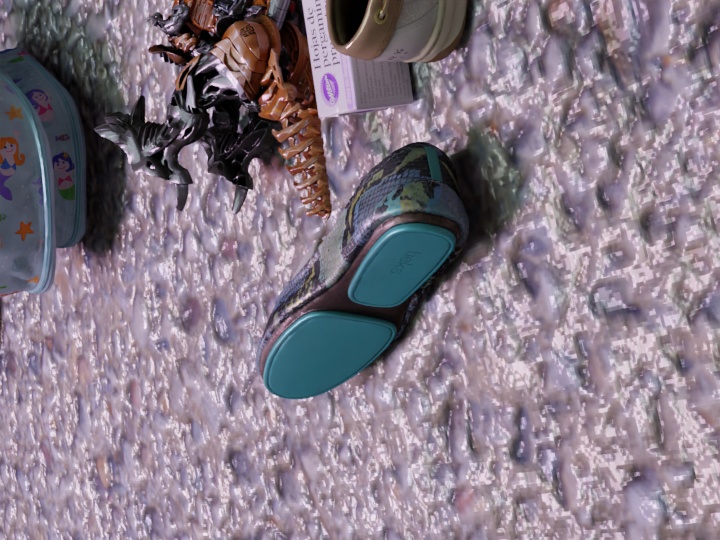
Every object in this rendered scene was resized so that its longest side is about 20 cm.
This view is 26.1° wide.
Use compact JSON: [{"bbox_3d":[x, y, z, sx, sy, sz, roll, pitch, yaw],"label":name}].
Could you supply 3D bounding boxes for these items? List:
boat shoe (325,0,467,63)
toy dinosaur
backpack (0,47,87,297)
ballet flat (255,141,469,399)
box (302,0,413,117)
[{"bbox_3d":[0.011,-0.199,0.746,0.074,0.066,0.202,9,106,54],"label":"boat shoe"},{"bbox_3d":[-0.073,-0.109,0.880,0.136,0.102,0.201,-50,35,29],"label":"toy dinosaur"},{"bbox_3d":[-0.281,-0.070,1.130,0.200,0.149,0.179,42,135,51],"label":"backpack"},{"bbox_3d":[0.000,0.000,0.834,0.200,0.074,0.075,-46,62,48],"label":"ballet flat"},{"bbox_3d":[-0.011,-0.182,0.807,0.039,0.041,0.202,-2,98,56],"label":"box"}]
